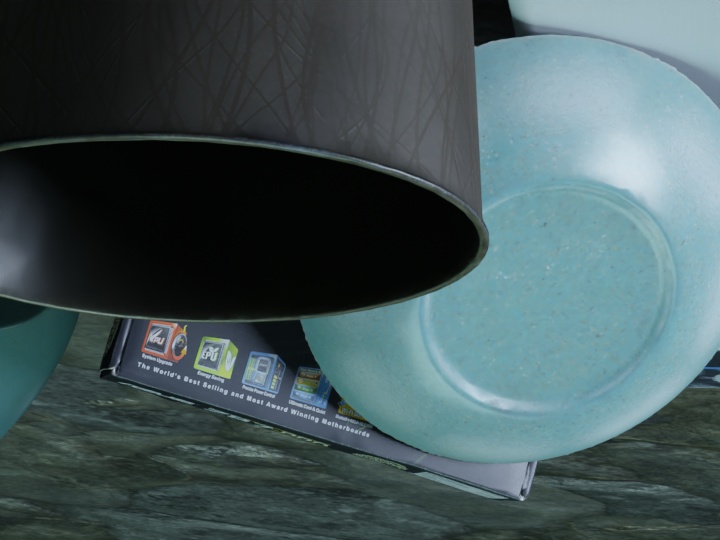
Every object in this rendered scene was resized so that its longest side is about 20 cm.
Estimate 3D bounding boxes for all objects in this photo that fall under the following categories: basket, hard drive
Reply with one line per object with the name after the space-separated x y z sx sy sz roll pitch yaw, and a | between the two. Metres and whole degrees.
-0.040 -0.102 0.528 0.180 0.201 0.136 -11 156 42 | basket
0.131 -0.092 0.809 0.131 0.027 0.200 3 164 11 | hard drive

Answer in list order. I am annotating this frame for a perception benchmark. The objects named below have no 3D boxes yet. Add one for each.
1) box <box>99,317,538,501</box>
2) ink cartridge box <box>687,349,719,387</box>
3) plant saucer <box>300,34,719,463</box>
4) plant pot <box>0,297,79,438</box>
0.000 0.000 0.879 0.199 0.162 0.049 19 170 -12 | box
0.202 0.046 1.231 0.199 0.039 0.099 1 164 19 | ink cartridge box
0.073 0.004 0.803 0.200 0.202 0.039 10 -154 -14 | plant saucer
-0.229 0.001 0.976 0.200 0.202 0.161 16 148 -30 | plant pot
